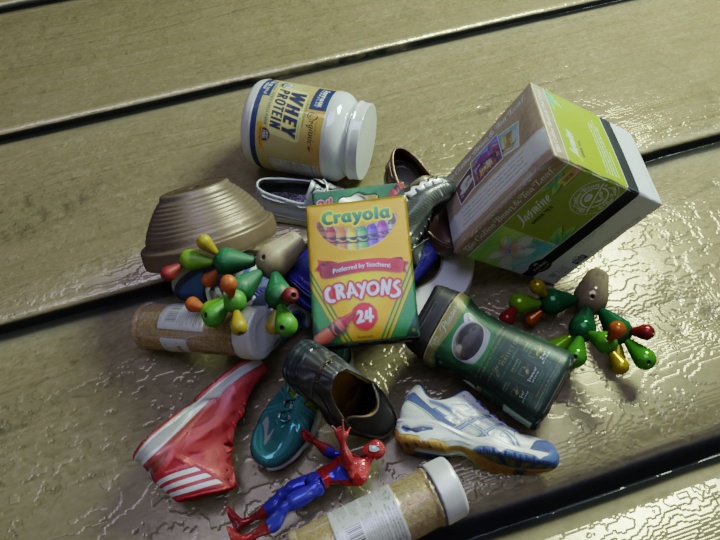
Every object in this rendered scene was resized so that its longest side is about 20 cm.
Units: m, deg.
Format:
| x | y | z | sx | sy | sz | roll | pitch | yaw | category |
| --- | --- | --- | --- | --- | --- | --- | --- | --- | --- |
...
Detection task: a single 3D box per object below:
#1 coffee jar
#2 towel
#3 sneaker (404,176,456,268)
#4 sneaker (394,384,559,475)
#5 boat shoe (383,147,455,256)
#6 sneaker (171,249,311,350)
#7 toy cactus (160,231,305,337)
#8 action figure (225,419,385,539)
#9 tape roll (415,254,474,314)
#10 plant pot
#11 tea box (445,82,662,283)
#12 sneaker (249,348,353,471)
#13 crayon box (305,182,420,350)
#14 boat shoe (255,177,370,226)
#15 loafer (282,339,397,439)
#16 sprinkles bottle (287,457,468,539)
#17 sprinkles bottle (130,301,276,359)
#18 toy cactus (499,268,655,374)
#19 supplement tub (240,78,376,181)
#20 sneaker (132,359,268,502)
| x | y | z | sx | sy | sz | roll | pitch | yaw | category |
| --- | --- | --- | --- | --- | --- | --- | --- | --- | --- |
| 0.158 | 0.104 | 0.756 | 0.198 | 0.085 | 0.105 | 30 | 86 | 23 | coffee jar |
| 0.000 | 0.000 | 0.824 | 0.147 | 0.050 | 0.200 | 34 | 51 | 17 | towel |
| 0.061 | -0.047 | 0.792 | 0.199 | 0.067 | 0.091 | -34 | 71 | -16 | sneaker |
| 0.143 | 0.189 | 0.730 | 0.196 | 0.076 | 0.089 | 10 | 56 | 9 | sneaker |
| 0.091 | -0.106 | 0.892 | 0.075 | 0.072 | 0.201 | -26 | 58 | -14 | boat shoe |
| -0.162 | 0.048 | 0.839 | 0.196 | 0.081 | 0.148 | -10 | 51 | -11 | sneaker |
| -0.136 | 0.002 | 0.729 | 0.198 | 0.103 | 0.165 | 20 | 48 | 35 | toy cactus |
| -0.068 | 0.227 | 0.687 | 0.197 | 0.100 | 0.065 | -23 | 15 | -10 | action figure |
| 0.070 | -0.009 | 0.893 | 0.199 | 0.037 | 0.206 | -2 | 55 | 2 | tape roll |
| -0.225 | -0.075 | 0.859 | 0.197 | 0.094 | 0.201 | -12 | 17 | 4 | plant pot |
| 0.247 | -0.106 | 0.809 | 0.194 | 0.200 | 0.135 | 15 | 50 | -24 | tea box |
| -0.078 | 0.155 | 0.762 | 0.077 | 0.080 | 0.201 | 23 | 60 | 18 | sneaker |
| 0.001 | -0.012 | 0.721 | 0.124 | 0.051 | 0.204 | -7 | 77 | 5 | crayon box |
| -0.073 | -0.115 | 0.954 | 0.196 | 0.069 | 0.073 | 11 | 56 | 11 | boat shoe |
| -0.008 | 0.153 | 0.690 | 0.072 | 0.200 | 0.074 | 18 | 72 | 44 | loafer |
| 0.020 | 0.282 | 0.667 | 0.197 | 0.069 | 0.069 | -22 | 57 | -12 | sprinkles bottle |
| -0.210 | 0.078 | 0.797 | 0.197 | 0.069 | 0.069 | 1 | 53 | 25 | sprinkles bottle |
| 0.300 | 0.054 | 0.804 | 0.197 | 0.103 | 0.166 | 15 | 47 | 23 | toy cactus |
| -0.082 | -0.228 | 0.987 | 0.196 | 0.145 | 0.146 | 12 | 56 | 12 | supplement tub |
| -0.172 | 0.206 | 0.754 | 0.199 | 0.078 | 0.116 | -39 | 85 | -29 | sneaker |
